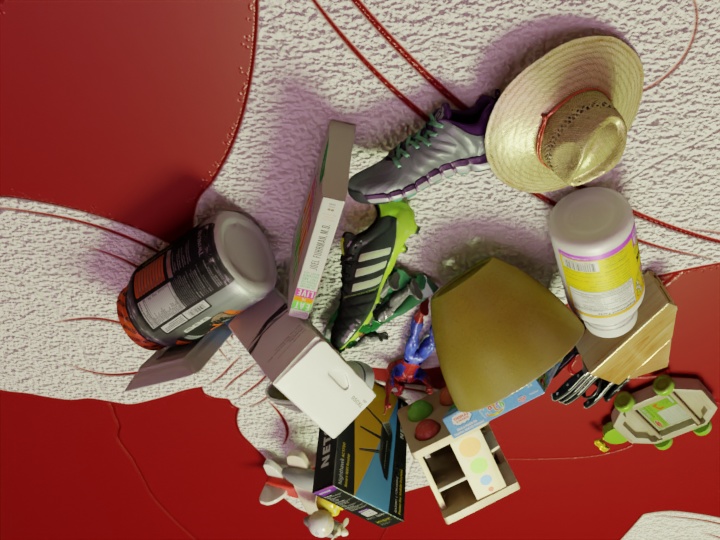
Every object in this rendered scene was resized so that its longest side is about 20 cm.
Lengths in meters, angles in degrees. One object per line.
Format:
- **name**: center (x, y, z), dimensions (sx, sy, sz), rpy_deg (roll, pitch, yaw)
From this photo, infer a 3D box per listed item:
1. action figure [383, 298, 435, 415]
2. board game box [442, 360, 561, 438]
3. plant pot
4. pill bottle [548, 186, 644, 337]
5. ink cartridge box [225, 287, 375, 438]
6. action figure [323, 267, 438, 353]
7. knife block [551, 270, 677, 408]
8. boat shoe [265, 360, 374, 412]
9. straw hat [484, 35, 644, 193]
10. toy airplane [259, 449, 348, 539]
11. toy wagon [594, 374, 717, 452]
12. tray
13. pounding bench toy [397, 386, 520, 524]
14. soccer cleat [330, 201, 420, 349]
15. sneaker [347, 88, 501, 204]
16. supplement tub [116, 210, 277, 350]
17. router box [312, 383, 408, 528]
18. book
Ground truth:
- **action figure**: center (0.081, 0.140, 1.310), dimensions (0.064, 0.100, 0.201), rpy_deg (11, 138, -10)
- **board game box**: center (0.211, 0.148, 1.257), dimensions (0.151, 0.200, 0.037), rpy_deg (-34, 90, 30)
- **plant pot**: center (0.172, 0.068, 1.183), dimensions (0.199, 0.200, 0.143), rpy_deg (-32, 93, 29)
- **pill bottle**: center (0.307, -0.003, 1.152), dimensions (0.103, 0.105, 0.201), rpy_deg (-13, 136, 13)
- **ink cartridge box**: center (-0.087, 0.107, 1.188), dimensions (0.084, 0.200, 0.145), rpy_deg (-45, 128, -4)
- **action figure**: center (0.006, 0.068, 1.265), dimensions (0.117, 0.055, 0.200), rpy_deg (22, 137, -26)
- **knife block**: center (0.346, 0.109, 1.273), dimensions (0.173, 0.064, 0.201), rpy_deg (-17, 137, -4)
- **boat shoe**: center (-0.072, 0.165, 1.318), dimensions (0.085, 0.076, 0.200), rpy_deg (19, 159, -39)
- **straw hat**: center (0.239, -0.144, 0.975), dimensions (0.198, 0.086, 0.203), rpy_deg (-12, 133, -13)
- **toy airplane**: center (-0.079, 0.384, 1.531), dimensions (0.198, 0.142, 0.199), rpy_deg (26, 132, -26)
- **toy wagon**: center (0.467, 0.237, 1.455), dimensions (0.199, 0.040, 0.155), rpy_deg (-29, 129, 28)
- **tray**: center (-0.236, 0.104, 1.217), dimensions (0.106, 0.200, 0.022), rpy_deg (-14, 104, 14)
- **pounding bench toy**: center (0.137, 0.250, 1.393), dimensions (0.123, 0.200, 0.157), rpy_deg (-26, 111, 2)
- **soccer cleat**: center (0.000, 0.000, 1.130), dimensions (0.080, 0.067, 0.202), rpy_deg (27, 90, -12)
- **sneaker**: center (0.072, -0.145, 1.026), dimensions (0.197, 0.075, 0.088), rpy_deg (-19, 125, -4)
- **supplement tub**: center (-0.214, 0.019, 1.157), dimensions (0.199, 0.124, 0.122), rpy_deg (-29, 130, 28)
- **router box**: center (0.004, 0.266, 1.362), dimensions (0.148, 0.202, 0.051), rpy_deg (33, 133, -31)
- **book**: center (-0.046, -0.056, 1.070), dimensions (0.047, 0.135, 0.201), rpy_deg (13, 135, -8)
